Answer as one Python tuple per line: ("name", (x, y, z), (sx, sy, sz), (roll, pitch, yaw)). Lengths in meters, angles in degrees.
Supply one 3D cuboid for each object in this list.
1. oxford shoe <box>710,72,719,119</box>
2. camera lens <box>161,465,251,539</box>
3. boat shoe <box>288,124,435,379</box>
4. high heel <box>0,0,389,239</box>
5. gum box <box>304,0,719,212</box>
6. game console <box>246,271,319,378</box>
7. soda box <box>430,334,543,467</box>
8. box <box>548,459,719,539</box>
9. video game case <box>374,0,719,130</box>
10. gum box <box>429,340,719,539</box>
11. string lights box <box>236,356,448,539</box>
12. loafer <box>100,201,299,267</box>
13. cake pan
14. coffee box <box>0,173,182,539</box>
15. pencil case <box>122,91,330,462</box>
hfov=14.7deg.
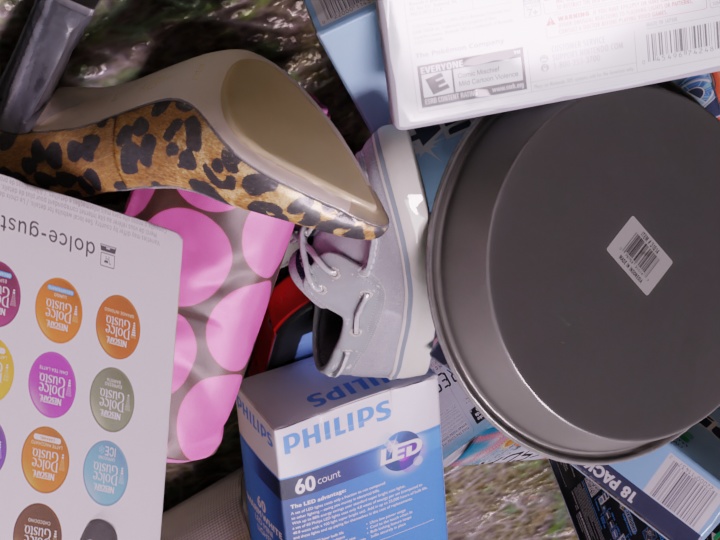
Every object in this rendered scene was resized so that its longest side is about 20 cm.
("oxford shoe", (0.173, -0.059, 1.576), (0.073, 0.071, 0.201), (-43, 158, -40))
("camera lens", (-0.081, 0.219, 1.741), (0.199, 0.161, 0.160), (-30, 148, 15))
("boat shoe", (0.000, -0.001, 1.415), (0.071, 0.070, 0.201), (-9, 149, -6))
("high heel", (-0.089, -0.041, 1.327), (0.071, 0.199, 0.143), (-51, 173, -50))
("gum box", (0.079, -0.112, 1.406), (0.169, 0.045, 0.200), (-24, 146, 4))
("game console", (0.021, 0.029, 1.598), (0.176, 0.031, 0.200), (-16, 159, -16))
("soda box", (0.098, 0.070, 1.665), (0.063, 0.069, 0.200), (-38, 160, 25))
("box", (0.200, 0.136, 1.747), (0.046, 0.201, 0.159), (9, 137, -37))
("video game case", (0.101, -0.164, 1.291), (0.199, 0.022, 0.183), (-10, 123, -3))
("gum box", (0.138, 0.070, 1.514), (0.045, 0.170, 0.200), (-55, 169, 12))
("string lights box", (-0.006, 0.145, 1.580), (0.102, 0.059, 0.201), (-17, 122, -20))
("loafer", (-0.075, -0.008, 1.475), (0.199, 0.070, 0.070), (-15, 149, -10))
("cake pan", (0.126, -0.004, 1.371), (0.199, 0.202, 0.037), (-2, -178, -29))
("coffee box", (-0.225, 0.066, 1.305), (0.199, 0.199, 0.199), (-7, 163, 41))
("pencil case", (-0.087, -0.005, 1.391), (0.093, 0.091, 0.201), (20, 101, 1))
